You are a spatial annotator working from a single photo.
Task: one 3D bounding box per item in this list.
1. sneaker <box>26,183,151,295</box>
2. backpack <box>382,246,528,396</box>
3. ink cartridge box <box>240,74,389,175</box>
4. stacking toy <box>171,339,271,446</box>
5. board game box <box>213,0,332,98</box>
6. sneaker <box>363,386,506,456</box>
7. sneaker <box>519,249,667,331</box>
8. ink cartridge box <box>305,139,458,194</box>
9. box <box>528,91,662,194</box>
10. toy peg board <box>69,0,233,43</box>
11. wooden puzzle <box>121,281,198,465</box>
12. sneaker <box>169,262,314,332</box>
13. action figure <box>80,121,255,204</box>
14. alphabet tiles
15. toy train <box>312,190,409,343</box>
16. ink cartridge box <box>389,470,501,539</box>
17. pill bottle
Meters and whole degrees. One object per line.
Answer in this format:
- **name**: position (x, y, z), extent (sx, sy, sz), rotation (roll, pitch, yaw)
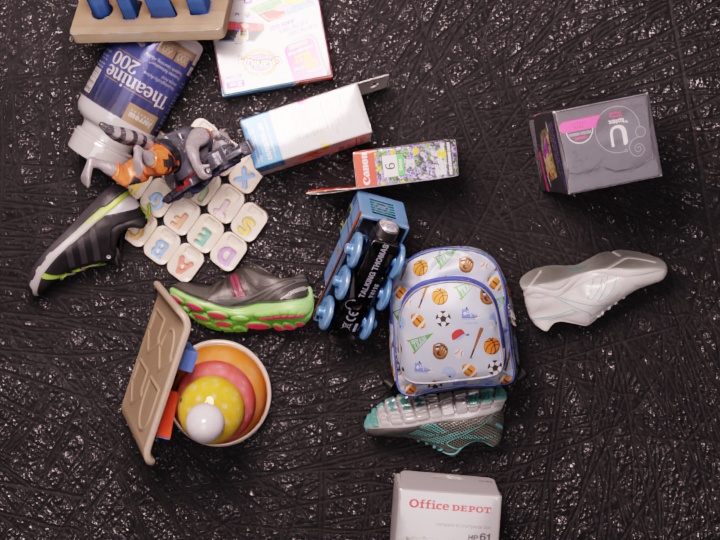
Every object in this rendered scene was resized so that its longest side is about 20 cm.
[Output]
- **sneaker**: position (-0.359, -0.025, 1.516), extent (0.083, 0.072, 0.200), rotation (44, 99, -7)
- **backpack**: position (0.117, 0.063, 1.501), extent (0.197, 0.154, 0.193), rotation (-6, 86, 2)
- **ink cartridge box**: position (-0.049, -0.188, 1.483), extent (0.198, 0.115, 0.069), rotation (-18, 91, 0)
- **stacking toy**: position (-0.192, 0.175, 1.476), extent (0.144, 0.200, 0.148), rotation (0, 95, -1)
- **board game box**: position (-0.126, -0.342, 1.508), extent (0.151, 0.040, 0.203), rotation (-9, 95, 0)
- **sneaker**: position (0.105, 0.215, 1.550), extent (0.197, 0.078, 0.092), rotation (-8, 110, 8)
- **sneaker**: position (0.317, 0.026, 1.542), extent (0.197, 0.071, 0.081), rotation (-12, 111, 3)
- **ink cartridge box**: position (0.025, -0.136, 1.495), extent (0.197, 0.109, 0.051), rotation (-7, 96, 0)
- **box**: position (0.293, -0.161, 1.451), extent (0.121, 0.200, 0.108), rotation (-12, 96, 0)
- **toy peg board**: position (-0.257, -0.390, 1.408), extent (0.197, 0.098, 0.201), rotation (0, 58, 11)
- **wooden puzzle**: position (-0.258, 0.131, 1.487), extent (0.046, 0.185, 0.203), rotation (12, 97, -22)
- **sneaker**: position (-0.158, 0.034, 1.537), extent (0.197, 0.077, 0.085), rotation (3, 60, 6)
- **action figure**: position (-0.226, -0.153, 1.433), extent (0.199, 0.192, 0.106), rotation (-23, 86, 40)
- **alphabet tiles**: position (-0.227, -0.095, 1.544), extent (0.199, 0.015, 0.196), rotation (37, 94, -4)
- **toy train**: position (0.000, 0.000, 1.483), extent (0.086, 0.115, 0.201), rotation (14, 126, -16)
- **ink cartridge box**: position (0.112, 0.386, 1.558), extent (0.142, 0.085, 0.203), rotation (4, 94, -1)
- **pill bottle**: position (-0.297, -0.231, 1.481), extent (0.110, 0.111, 0.202), rotation (29, 94, -3)
